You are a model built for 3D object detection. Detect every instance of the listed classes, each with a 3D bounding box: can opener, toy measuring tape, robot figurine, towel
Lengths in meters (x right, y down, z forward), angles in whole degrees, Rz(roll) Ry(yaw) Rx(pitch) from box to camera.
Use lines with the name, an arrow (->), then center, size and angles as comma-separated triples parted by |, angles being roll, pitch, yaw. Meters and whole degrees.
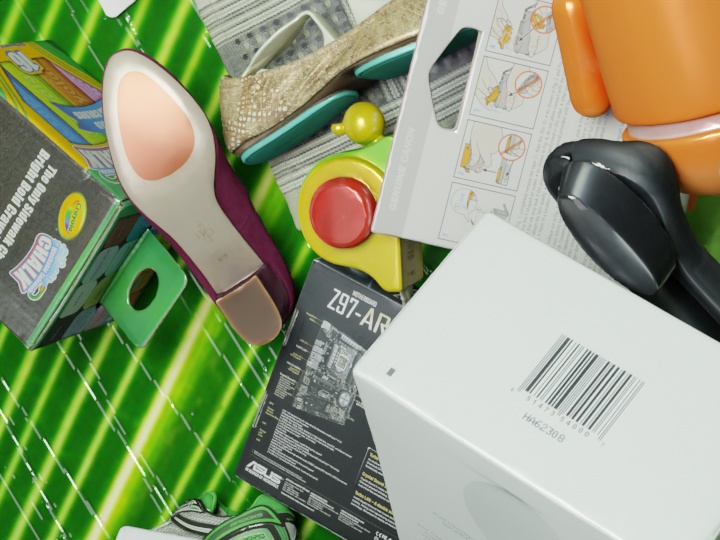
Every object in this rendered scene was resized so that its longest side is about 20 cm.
can opener -> 0.165, 0.007, 1.018 | 0.200, 0.079, 0.063 | 45, 146, -23
toy measuring tape -> 0.000, 0.000, 1.166 | 0.073, 0.073, 0.202 | 0, 100, 24
robot figurine -> 0.180, -0.127, 1.022 | 0.143, 0.117, 0.201 | -19, 105, -1
towel -> 0.005, -0.145, 1.201 | 0.199, 0.035, 0.194 | -24, 92, 24

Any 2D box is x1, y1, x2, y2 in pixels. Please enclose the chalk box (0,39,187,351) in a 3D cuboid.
chalk box -> -0.190, -0.038, 1.254 | 0.200, 0.124, 0.125 | 41, 112, 11

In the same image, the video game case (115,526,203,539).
video game case -> -0.048, 0.236, 1.220 | 0.198, 0.023, 0.183 | 9, 139, 11

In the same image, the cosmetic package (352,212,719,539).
cosmetic package -> 0.119, 0.108, 1.024 | 0.199, 0.123, 0.201 | 31, 155, 25

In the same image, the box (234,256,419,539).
box -> 0.035, 0.102, 1.220 | 0.199, 0.043, 0.161 | 27, 109, 18

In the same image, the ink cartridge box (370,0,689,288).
ink cartridge box -> 0.113, -0.099, 1.115 | 0.175, 0.045, 0.201 | 14, 106, -2

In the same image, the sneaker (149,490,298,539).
sneaker -> -0.117, 0.196, 1.302 | 0.199, 0.078, 0.086 | -10, 57, 33

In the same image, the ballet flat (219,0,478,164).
ballet flat -> -0.007, -0.133, 1.155 | 0.199, 0.070, 0.066 | -27, 80, 22

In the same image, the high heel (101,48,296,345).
high heel -> -0.103, -0.047, 1.207 | 0.067, 0.096, 0.201 | -23, 101, 4

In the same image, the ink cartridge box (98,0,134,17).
ink cartridge box -> -0.133, -0.257, 1.217 | 0.200, 0.068, 0.116 | -36, 84, 26
